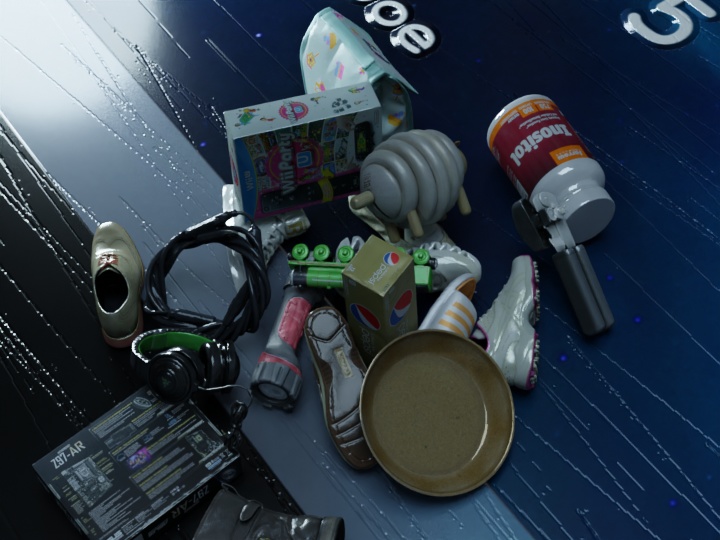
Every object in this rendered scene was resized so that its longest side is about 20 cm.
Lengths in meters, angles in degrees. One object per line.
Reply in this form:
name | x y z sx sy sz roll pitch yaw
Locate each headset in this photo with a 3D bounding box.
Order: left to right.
headset | -0.201 0.136 1.571 0.123 0.095 0.199 -9 27 -40

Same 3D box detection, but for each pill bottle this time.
pill bottle | 0.265 -0.138 1.769 0.112 0.113 0.201 -20 54 -13

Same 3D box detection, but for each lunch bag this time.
lunch bag | -0.003 -0.254 1.814 0.121 0.201 0.171 -24 54 -16

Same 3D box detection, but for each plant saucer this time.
plant saucer | 0.089 0.172 1.547 0.198 0.035 0.202 5 73 -16

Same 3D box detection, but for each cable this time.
cable | -0.199 0.020 1.667 0.199 0.051 0.165 -23 82 25

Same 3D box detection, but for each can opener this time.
can opener | 0.266 -0.009 1.670 0.052 0.066 0.201 -16 77 -48

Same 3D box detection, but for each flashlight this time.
flashlight | -0.086 0.079 1.645 0.067 0.068 0.201 19 54 1

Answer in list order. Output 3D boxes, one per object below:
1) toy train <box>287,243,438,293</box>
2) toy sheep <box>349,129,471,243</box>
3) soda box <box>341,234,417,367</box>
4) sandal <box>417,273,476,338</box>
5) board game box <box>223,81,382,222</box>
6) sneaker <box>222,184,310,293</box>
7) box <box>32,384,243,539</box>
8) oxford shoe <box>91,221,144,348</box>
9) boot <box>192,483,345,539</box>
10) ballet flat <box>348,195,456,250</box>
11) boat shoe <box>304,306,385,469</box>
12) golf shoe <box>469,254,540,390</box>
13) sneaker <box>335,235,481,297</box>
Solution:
toy train | 0.000 0.000 1.641 0.198 0.042 0.057 2 70 13
toy sheep | 0.066 -0.114 1.669 0.138 0.139 0.199 38 43 27
soda box | 0.026 0.050 1.577 0.064 0.201 0.068 28 62 23
sandal | 0.099 0.098 1.621 0.059 0.079 0.207 30 68 24
board game box | -0.072 -0.157 1.701 0.198 0.148 0.065 -14 47 -10
sneaker | -0.124 -0.047 1.740 0.114 0.074 0.201 -8 51 0
box | -0.266 0.238 1.544 0.199 0.044 0.160 -36 59 -23
oxford shoe | -0.324 0.002 1.707 0.070 0.075 0.201 -14 53 -7
boot | -0.119 0.343 1.454 0.172 0.070 0.201 7 49 14
ballet flat | 0.057 -0.064 1.752 0.199 0.063 0.067 35 61 25
boat shoe | -0.017 0.147 1.588 0.074 0.075 0.204 -12 76 -8
golf shoe | 0.186 0.060 1.647 0.091 0.076 0.201 0 49 10
sneaker | 0.059 0.009 1.686 0.198 0.076 0.081 2 42 13
